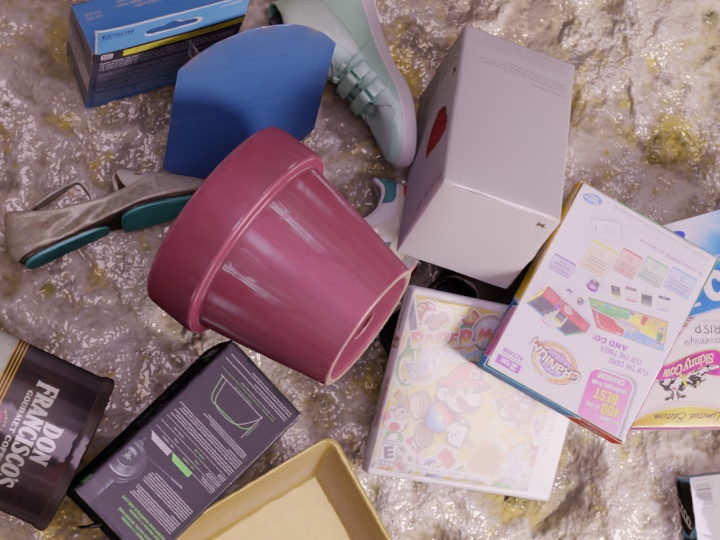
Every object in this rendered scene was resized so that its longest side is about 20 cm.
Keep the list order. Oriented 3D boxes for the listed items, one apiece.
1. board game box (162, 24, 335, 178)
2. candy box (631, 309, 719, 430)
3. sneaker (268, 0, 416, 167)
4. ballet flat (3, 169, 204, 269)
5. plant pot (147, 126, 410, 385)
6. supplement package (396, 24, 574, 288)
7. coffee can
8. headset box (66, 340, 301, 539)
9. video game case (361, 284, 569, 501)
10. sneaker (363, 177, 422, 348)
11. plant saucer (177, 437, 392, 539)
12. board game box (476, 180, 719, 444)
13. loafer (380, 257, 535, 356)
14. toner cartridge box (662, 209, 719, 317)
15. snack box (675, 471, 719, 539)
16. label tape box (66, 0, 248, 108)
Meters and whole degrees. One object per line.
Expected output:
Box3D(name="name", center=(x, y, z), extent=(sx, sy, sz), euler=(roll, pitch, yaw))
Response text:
Box3D(name="board game box", center=(-0.111, -0.168, 1.524), extent=(0.158, 0.200, 0.039), euler=(-15, 58, -24))
Box3D(name="candy box", center=(0.313, 0.060, 1.650), extent=(0.136, 0.061, 0.200), euler=(0, 83, -14))
Box3D(name="sneaker", center=(-0.024, -0.181, 1.591), extent=(0.118, 0.074, 0.201), euler=(-16, 77, -22))
Box3D(name="ballet flat", center=(-0.236, -0.063, 1.530), extent=(0.200, 0.067, 0.062), euler=(-20, 78, -16))
Box3D(name="plant pot", center=(-0.062, 0.000, 1.472), extent=(0.179, 0.200, 0.200), euler=(36, 75, 11))
Box3D(name="supplement package", center=(0.119, -0.108, 1.556), extent=(0.120, 0.121, 0.200), euler=(19, 52, -12))
Box3D(name="coffee can", center=(-0.337, 0.122, 1.437), extent=(0.200, 0.146, 0.147), euler=(26, 77, -9))
Box3D(name="headset box", center=(-0.168, 0.167, 1.459), extent=(0.200, 0.174, 0.093), euler=(-44, 95, -14))
Box3D(name="video game case", center=(0.114, 0.120, 1.572), extent=(0.200, 0.023, 0.182), euler=(12, 96, -22))
Box3D(name="sneaker", center=(0.000, 0.000, 1.582), extent=(0.093, 0.070, 0.200), euler=(32, 74, -1))
Box3D(name="plant saucer", center=(-0.066, 0.289, 1.533), extent=(0.200, 0.048, 0.200), euler=(-29, 91, -16))
Box3D(name="board game box", center=(0.223, 0.039, 1.542), extent=(0.153, 0.040, 0.200), euler=(30, 83, -2))
Box3D(name="loafer", center=(0.111, 0.022, 1.599), extent=(0.200, 0.071, 0.073), euler=(-42, 94, -15))
Box3D(name="toner cartridge box", center=(0.347, -0.009, 1.614), extent=(0.200, 0.043, 0.095), euler=(-16, 85, -15))
Box3D(name="snack box", center=(0.388, 0.301, 1.649), extent=(0.116, 0.037, 0.200), euler=(-4, 84, -14))
Box3D(name="label tape box", center=(-0.187, -0.222, 1.491), extent=(0.143, 0.200, 0.066), euler=(-18, 81, -15))
